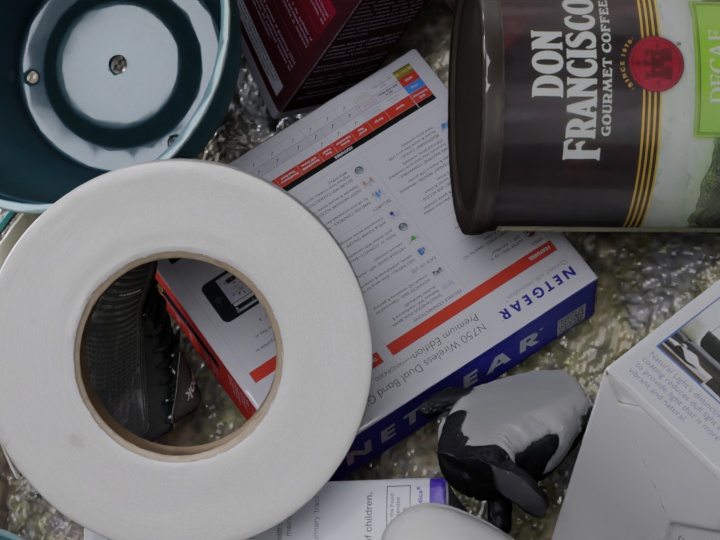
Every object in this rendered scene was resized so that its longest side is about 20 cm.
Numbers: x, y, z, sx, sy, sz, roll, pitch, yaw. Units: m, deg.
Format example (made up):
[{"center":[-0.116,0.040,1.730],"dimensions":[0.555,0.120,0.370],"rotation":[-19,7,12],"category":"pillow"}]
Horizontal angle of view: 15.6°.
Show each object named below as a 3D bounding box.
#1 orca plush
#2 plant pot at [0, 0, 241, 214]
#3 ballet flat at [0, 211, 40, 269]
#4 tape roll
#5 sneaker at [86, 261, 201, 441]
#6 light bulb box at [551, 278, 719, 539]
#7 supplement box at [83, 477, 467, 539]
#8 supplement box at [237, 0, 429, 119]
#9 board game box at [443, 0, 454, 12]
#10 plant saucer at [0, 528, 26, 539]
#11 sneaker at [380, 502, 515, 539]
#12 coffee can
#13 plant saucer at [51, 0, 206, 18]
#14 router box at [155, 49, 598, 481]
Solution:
[{"center":[0.085,0.106,1.368],"dimensions":[0.105,0.200,0.072],"rotation":[-2,99,-1],"category":"orca plush"},{"center":[-0.153,-0.123,1.471],"dimensions":[0.199,0.188,0.201],"rotation":[-1,86,8],"category":"plant pot"},{"center":[-0.224,0.041,1.521],"dimensions":[0.069,0.069,0.200],"rotation":[38,85,21],"category":"ballet flat"},{"center":[-0.093,0.043,1.347],"dimensions":[0.201,0.037,0.204],"rotation":[0,94,0],"category":"tape roll"},{"center":[-0.125,0.042,1.442],"dimensions":[0.090,0.201,0.067],"rotation":[16,41,-9],"category":"sneaker"},{"center":[0.212,0.085,1.299],"dimensions":[0.200,0.199,0.125],"rotation":[-35,66,-26],"category":"light bulb box"},{"center":[-0.041,0.174,1.407],"dimensions":[0.199,0.101,0.104],"rotation":[-4,71,11],"category":"supplement box"},{"center":[-0.010,-0.182,1.467],"dimensions":[0.061,0.200,0.109],"rotation":[-14,71,-30],"category":"supplement box"},{"center":[0.081,-0.251,1.527],"dimensions":[0.159,0.097,0.200],"rotation":[-35,68,-1],"category":"board game box"},{"center":[-0.228,0.240,1.449],"dimensions":[0.199,0.036,0.201],"rotation":[-9,64,19],"category":"plant saucer"},{"center":[0.093,0.183,1.294],"dimensions":[0.200,0.089,0.075],"rotation":[44,70,11],"category":"sneaker"},{"center":[0.153,-0.092,1.404],"dimensions":[0.199,0.146,0.147],"rotation":[0,71,-6],"category":"coffee can"},{"center":[-0.135,-0.228,1.605],"dimensions":[0.199,0.029,0.201],"rotation":[-4,71,12],"category":"plant saucer"},{"center":[0.000,0.000,1.464],"dimensions":[0.199,0.049,0.180],"rotation":[-32,67,-12],"category":"router box"}]
